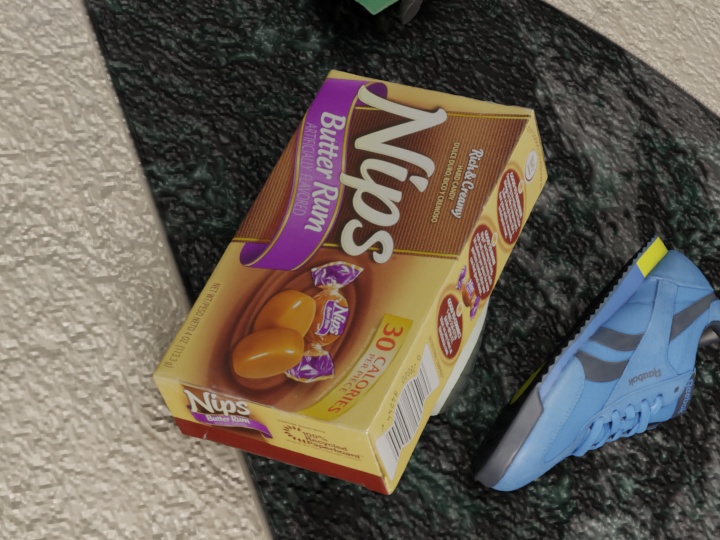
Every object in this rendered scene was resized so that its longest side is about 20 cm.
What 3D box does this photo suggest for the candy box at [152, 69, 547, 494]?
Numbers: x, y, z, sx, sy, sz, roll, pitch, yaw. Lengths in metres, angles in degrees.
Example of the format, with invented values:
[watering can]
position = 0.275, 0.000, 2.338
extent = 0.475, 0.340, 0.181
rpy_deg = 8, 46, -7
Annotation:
[candy box]
position = 0.000, 0.000, 0.936
extent = 0.116, 0.057, 0.201
rpy_deg = 14, 58, 25

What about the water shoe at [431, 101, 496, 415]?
[water shoe]
position = 0.032, -0.021, 1.014
extent = 0.078, 0.072, 0.201
rpy_deg = 18, 50, -7

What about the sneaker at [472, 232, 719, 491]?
[sneaker]
position = 0.134, 0.060, 1.014
extent = 0.078, 0.066, 0.200
rpy_deg = 44, 49, 3

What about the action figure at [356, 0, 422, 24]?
[action figure]
position = -0.022, -0.229, 1.146
extent = 0.118, 0.055, 0.200
rpy_deg = -31, 68, -38
